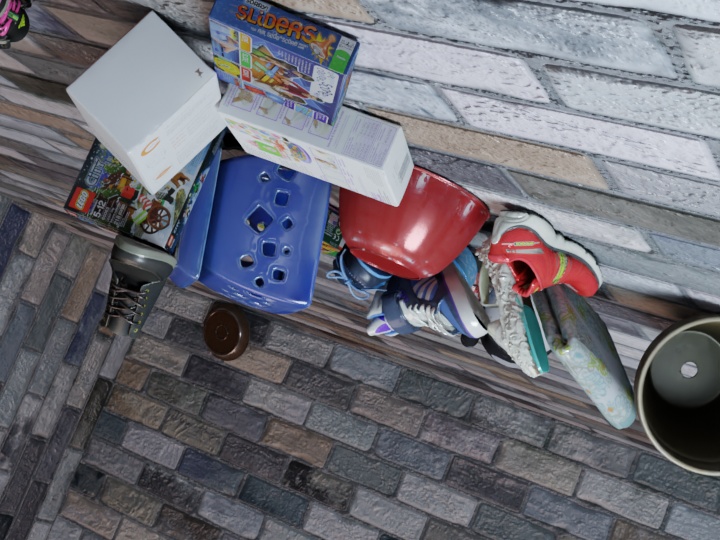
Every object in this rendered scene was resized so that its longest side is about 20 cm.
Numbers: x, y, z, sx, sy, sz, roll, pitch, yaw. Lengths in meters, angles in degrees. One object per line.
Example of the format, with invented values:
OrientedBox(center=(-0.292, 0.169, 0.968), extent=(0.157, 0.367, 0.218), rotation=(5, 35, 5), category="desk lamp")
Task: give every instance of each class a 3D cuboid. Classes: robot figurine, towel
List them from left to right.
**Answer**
OrientedBox(center=(0.235, 0.072, 1.747), extent=(0.125, 0.150, 0.200), rotation=(33, 170, 8), category="robot figurine")
OrientedBox(center=(0.281, 0.089, 1.550), extent=(0.171, 0.048, 0.200), rotation=(44, -159, -32), category="towel")

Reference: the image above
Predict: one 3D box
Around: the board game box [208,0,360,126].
OrientedBox(center=(-0.075, -0.201, 1.154), extent=(0.135, 0.035, 0.200), rotation=(23, 172, -3), category="board game box")

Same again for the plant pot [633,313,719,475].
OrientedBox(center=(0.444, 0.145, 1.552), extent=(0.199, 0.201, 0.174), rotation=(22, -172, 1), category="plant pot")

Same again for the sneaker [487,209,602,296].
OrientedBox(center=(0.218, -0.004, 1.459), extent=(0.200, 0.085, 0.077), rotation=(29, 169, -39), category="sneaker")

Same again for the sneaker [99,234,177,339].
OrientedBox(center=(-0.274, 0.026, 1.452), extent=(0.075, 0.107, 0.200), rotation=(22, 170, 1), category="sneaker")

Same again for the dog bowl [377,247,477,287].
OrientedBox(center=(0.079, -0.012, 1.726), extent=(0.199, 0.050, 0.112), rotation=(18, 131, 30), category="dog bowl")

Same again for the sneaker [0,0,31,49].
OrientedBox(center=(-0.399, -0.289, 1.319), extent=(0.087, 0.074, 0.200), rotation=(27, 175, -27), category="sneaker")

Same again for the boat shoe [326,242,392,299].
OrientedBox(center=(0.000, 0.000, 1.626), extent=(0.084, 0.069, 0.200), rotation=(47, -172, -3), category="boat shoe")

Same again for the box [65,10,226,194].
OrientedBox(center=(-0.226, -0.176, 1.306), extent=(0.097, 0.124, 0.200), rotation=(45, 172, 3), category="box")

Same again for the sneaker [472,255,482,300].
OrientedBox(center=(0.105, 0.021, 1.816), extent=(0.067, 0.108, 0.201), rotation=(30, 169, -41), category="sneaker")

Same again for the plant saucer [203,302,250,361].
OrientedBox(center=(-0.468, 0.211, 4.115), extent=(0.200, 0.201, 0.034), rotation=(17, -171, 30), category="plant saucer")

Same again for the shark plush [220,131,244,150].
OrientedBox(center=(-0.227, -0.197, 1.597), extent=(0.199, 0.091, 0.083), rotation=(2, -167, -3), category="shark plush")

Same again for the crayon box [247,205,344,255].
OrientedBox(center=(-0.112, -0.086, 1.871), extent=(0.200, 0.058, 0.172), rotation=(29, 169, -38), category="crayon box")

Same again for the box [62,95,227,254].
OrientedBox(center=(-0.253, -0.136, 1.446), extent=(0.136, 0.201, 0.038), rotation=(20, 169, 8), category="box")

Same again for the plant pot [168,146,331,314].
OrientedBox(center=(-0.153, -0.057, 1.576), extent=(0.179, 0.201, 0.200), rotation=(11, 173, -13), category="plant pot")

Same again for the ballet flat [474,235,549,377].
OrientedBox(center=(0.185, 0.046, 1.494), extent=(0.071, 0.201, 0.072), rotation=(-7, 155, -3), category="ballet flat")

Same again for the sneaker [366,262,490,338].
OrientedBox(center=(0.080, 0.061, 1.577), extent=(0.081, 0.146, 0.200), rotation=(50, -171, -30), category="sneaker")

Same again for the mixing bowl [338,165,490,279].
OrientedBox(center=(0.051, -0.056, 1.489), extent=(0.200, 0.109, 0.200), rotation=(21, 171, 4), category="mixing bowl")

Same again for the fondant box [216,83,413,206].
OrientedBox(center=(-0.047, -0.147, 1.345), extent=(0.199, 0.058, 0.144), rotation=(20, 171, 11), category="fondant box")
